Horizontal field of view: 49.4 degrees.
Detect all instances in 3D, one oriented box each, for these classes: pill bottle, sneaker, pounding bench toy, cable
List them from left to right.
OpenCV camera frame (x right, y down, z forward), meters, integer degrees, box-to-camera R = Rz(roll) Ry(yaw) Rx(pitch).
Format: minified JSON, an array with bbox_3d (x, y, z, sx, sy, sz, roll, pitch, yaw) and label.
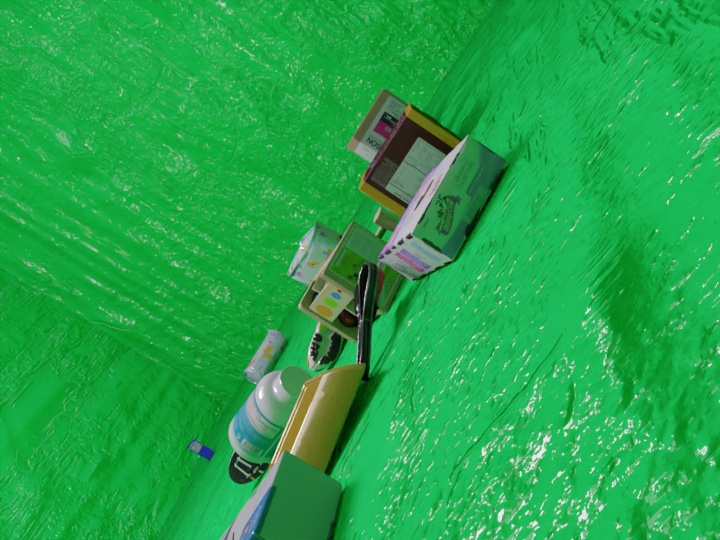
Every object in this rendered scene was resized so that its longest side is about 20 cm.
[{"bbox_3d":[-0.189,0.337,1.559,0.200,0.074,0.081,-53,-5,-11],"label":"sneaker"},{"bbox_3d":[-0.156,0.258,1.426,0.200,0.110,0.111,-52,8,37],"label":"pill bottle"},{"bbox_3d":[-0.058,0.112,1.560,0.201,0.077,0.085,-61,2,-29],"label":"sneaker"},{"bbox_3d":[0.000,0.000,1.397,0.201,0.124,0.156,-62,7,-34],"label":"pounding bench toy"},{"bbox_3d":[0.019,0.066,1.152,0.201,0.050,0.097,-94,16,-46],"label":"cable"}]

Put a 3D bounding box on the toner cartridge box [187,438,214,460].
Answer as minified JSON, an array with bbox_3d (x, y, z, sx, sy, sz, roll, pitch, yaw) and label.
[{"bbox_3d":[-0.636,0.713,3.115,0.043,0.095,0.200,-58,6,-17],"label":"toner cartridge box"}]

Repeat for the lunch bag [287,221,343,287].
[{"bbox_3d":[-0.058,-0.022,1.763,0.123,0.170,0.200,-68,10,-23],"label":"lunch bag"}]

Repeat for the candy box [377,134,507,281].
[{"bbox_3d":[0.115,-0.084,1.141,0.168,0.071,0.200,-59,5,-13],"label":"candy box"}]

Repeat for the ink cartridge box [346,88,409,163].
[{"bbox_3d":[0.093,-0.330,1.963,0.165,0.199,0.075,-60,6,-17],"label":"ink cartridge box"}]

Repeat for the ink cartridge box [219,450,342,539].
[{"bbox_3d":[-0.113,0.323,0.859,0.200,0.083,0.145,-56,7,22],"label":"ink cartridge box"}]

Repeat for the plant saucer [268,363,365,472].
[{"bbox_3d":[-0.071,0.223,1.098,0.201,0.048,0.200,-67,9,-18],"label":"plant saucer"}]

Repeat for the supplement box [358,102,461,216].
[{"bbox_3d":[0.107,-0.237,1.695,0.201,0.132,0.197,-56,6,14],"label":"supplement box"}]

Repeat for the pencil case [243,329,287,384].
[{"bbox_3d":[-0.334,0.308,2.774,0.201,0.083,0.091,-61,-1,-31],"label":"pencil case"}]

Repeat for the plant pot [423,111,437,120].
[{"bbox_3d":[0.109,-0.429,2.424,0.201,0.183,0.200,-57,6,9],"label":"plant pot"}]
